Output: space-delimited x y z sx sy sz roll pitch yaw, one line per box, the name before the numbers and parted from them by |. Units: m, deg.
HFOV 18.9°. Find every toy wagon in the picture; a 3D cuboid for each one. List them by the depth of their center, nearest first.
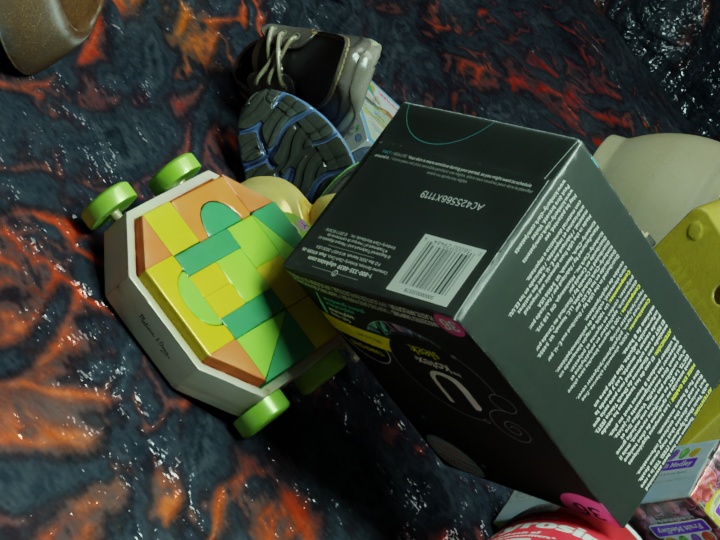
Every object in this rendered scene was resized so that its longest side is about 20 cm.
toy wagon | -0.068 0.003 1.236 0.155 0.040 0.200 53 33 3

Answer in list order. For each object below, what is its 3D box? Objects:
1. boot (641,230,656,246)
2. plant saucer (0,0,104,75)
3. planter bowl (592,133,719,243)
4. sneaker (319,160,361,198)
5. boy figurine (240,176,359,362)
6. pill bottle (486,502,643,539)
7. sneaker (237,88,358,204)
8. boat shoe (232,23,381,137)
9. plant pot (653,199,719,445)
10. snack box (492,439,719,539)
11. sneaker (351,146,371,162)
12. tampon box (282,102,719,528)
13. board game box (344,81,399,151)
boot | 0.115 -0.031 1.602 0.077 0.200 0.139 -35 95 -38
plant saucer | -0.176 -0.214 1.262 0.200 0.034 0.201 4 90 -82
planter bowl | 0.273 -0.049 2.075 0.134 0.201 0.200 27 11 16
sneaker | 0.060 -0.049 1.419 0.084 0.199 0.077 -161 -126 -78
boy figurine | 0.000 0.000 1.366 0.199 0.125 0.064 19 28 0
pill bottle | 0.110 0.195 1.234 0.112 0.112 0.200 53 17 6
sneaker | -0.017 -0.040 1.492 0.200 0.075 0.078 53 3 -13
boat shoe | -0.045 -0.134 1.524 0.073 0.075 0.200 19 -7 -17
plant pot | 0.283 0.057 1.574 0.176 0.200 0.200 11 40 -44
snack box | 0.197 0.181 1.374 0.142 0.200 0.053 45 61 -17
sneaker | 0.074 -0.035 1.546 0.077 0.146 0.203 -25 74 -39
tampon box | 0.084 0.026 1.223 0.150 0.126 0.200 16 -28 48
board game box | 0.047 -0.075 1.762 0.200 0.034 0.135 40 20 -32
